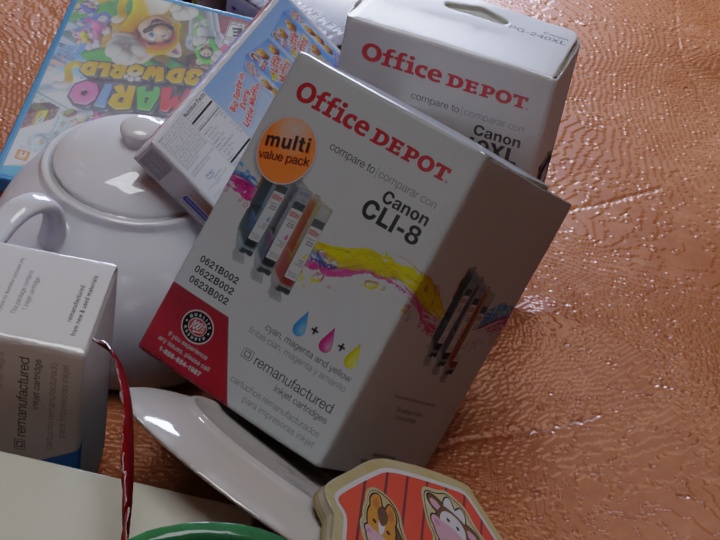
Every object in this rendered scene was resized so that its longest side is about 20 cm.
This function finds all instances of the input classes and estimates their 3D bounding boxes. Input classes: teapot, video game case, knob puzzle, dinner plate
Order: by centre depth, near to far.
[{"bbox_3d":[0.054,0.171,1.004,0.219,0.030,0.220,39,27,-24],"label":"knob puzzle"},{"bbox_3d":[-0.044,0.115,1.048,0.200,0.024,0.200,35,2,-2],"label":"dinner plate"},{"bbox_3d":[-0.148,-0.030,1.217,0.196,0.147,0.200,3,38,-10],"label":"teapot"},{"bbox_3d":[-0.166,-0.122,1.394,0.142,0.018,0.201,14,54,4],"label":"video game case"}]

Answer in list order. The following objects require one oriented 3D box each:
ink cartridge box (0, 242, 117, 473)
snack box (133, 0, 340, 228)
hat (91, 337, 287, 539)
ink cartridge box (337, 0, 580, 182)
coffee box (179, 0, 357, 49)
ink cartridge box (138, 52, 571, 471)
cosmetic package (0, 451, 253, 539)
[{"bbox_3d":[-0.245,0.056,1.078,0.199,0.147,0.085,10,38,1],"label":"ink cartridge box"},{"bbox_3d":[-0.070,-0.103,1.222,0.072,0.024,0.200,45,41,-10],"label":"snack box"},{"bbox_3d":[-0.089,0.171,0.922,0.165,0.201,0.176,27,1,-17],"label":"hat"},{"bbox_3d":[0.049,-0.073,1.272,0.144,0.201,0.083,18,29,11],"label":"ink cartridge box"},{"bbox_3d":[-0.060,-0.196,1.515,0.113,0.080,0.200,-23,48,-37],"label":"coffee box"},{"bbox_3d":[0.000,0.000,1.134,0.145,0.201,0.145,31,4,27],"label":"ink cartridge box"},{"bbox_3d":[-0.162,0.160,0.997,0.199,0.104,0.073,12,38,4],"label":"cosmetic package"}]
